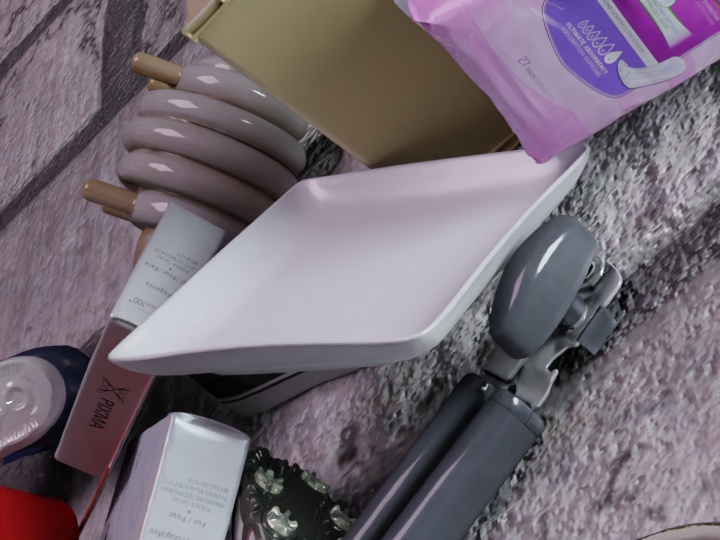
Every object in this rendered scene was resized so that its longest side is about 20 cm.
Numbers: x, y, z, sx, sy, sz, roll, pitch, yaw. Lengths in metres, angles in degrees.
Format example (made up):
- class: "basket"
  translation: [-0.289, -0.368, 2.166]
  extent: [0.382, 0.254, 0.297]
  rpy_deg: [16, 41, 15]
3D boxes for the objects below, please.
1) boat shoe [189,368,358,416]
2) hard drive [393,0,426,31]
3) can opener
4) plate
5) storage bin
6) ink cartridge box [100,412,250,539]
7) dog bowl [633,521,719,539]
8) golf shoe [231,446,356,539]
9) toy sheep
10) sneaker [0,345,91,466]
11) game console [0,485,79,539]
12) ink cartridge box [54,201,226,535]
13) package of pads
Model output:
- class: "boat shoe"
  translation: [-0.031, 0.024, 0.983]
  extent: [0.199, 0.064, 0.071]
  rpy_deg: [-33, 35, 34]
- class: "hard drive"
  translation: [0.131, -0.171, 0.870]
  extent: [0.200, 0.132, 0.027]
  rpy_deg: [-41, 31, 25]
- class: "can opener"
  translation: [0.051, 0.063, 0.810]
  extent: [0.200, 0.067, 0.053]
  rpy_deg: [-52, 30, -9]
- class: "plate"
  translation: [0.000, 0.000, 0.867]
  extent: [0.199, 0.033, 0.200]
  rpy_deg: [-6, 25, 36]
- class: "storage bin"
  translation: [0.032, -0.164, 0.943]
  extent: [0.198, 0.199, 0.094]
  rpy_deg: [-42, 32, 23]
- class: "ink cartridge box"
  translation: [-0.119, 0.182, 0.890]
  extent: [0.160, 0.047, 0.202]
  rpy_deg: [147, 140, -70]
- class: "dog bowl"
  translation: [0.116, 0.191, 0.573]
  extent: [0.200, 0.074, 0.201]
  rpy_deg: [-37, 34, 30]
- class: "golf shoe"
  translation: [-0.042, 0.168, 0.839]
  extent: [0.088, 0.077, 0.201]
  rpy_deg: [-50, 28, 20]
- class: "toy sheep"
  translation: [-0.100, -0.077, 1.125]
  extent: [0.138, 0.137, 0.202]
  rpy_deg: [12, 81, 60]
- class: "sneaker"
  translation: [-0.273, 0.112, 1.188]
  extent: [0.199, 0.081, 0.146]
  rpy_deg: [-24, -4, 8]
- class: "game console"
  translation: [-0.237, 0.218, 0.896]
  extent: [0.118, 0.172, 0.202]
  rpy_deg: [-8, 74, 19]
- class: "ink cartridge box"
  translation: [-0.153, 0.080, 1.035]
  extent: [0.174, 0.043, 0.200]
  rpy_deg: [-66, 4, -36]
- class: "package of pads"
  translation: [0.133, -0.148, 0.818]
  extent: [0.199, 0.120, 0.076]
  rpy_deg: [-30, 43, 20]
